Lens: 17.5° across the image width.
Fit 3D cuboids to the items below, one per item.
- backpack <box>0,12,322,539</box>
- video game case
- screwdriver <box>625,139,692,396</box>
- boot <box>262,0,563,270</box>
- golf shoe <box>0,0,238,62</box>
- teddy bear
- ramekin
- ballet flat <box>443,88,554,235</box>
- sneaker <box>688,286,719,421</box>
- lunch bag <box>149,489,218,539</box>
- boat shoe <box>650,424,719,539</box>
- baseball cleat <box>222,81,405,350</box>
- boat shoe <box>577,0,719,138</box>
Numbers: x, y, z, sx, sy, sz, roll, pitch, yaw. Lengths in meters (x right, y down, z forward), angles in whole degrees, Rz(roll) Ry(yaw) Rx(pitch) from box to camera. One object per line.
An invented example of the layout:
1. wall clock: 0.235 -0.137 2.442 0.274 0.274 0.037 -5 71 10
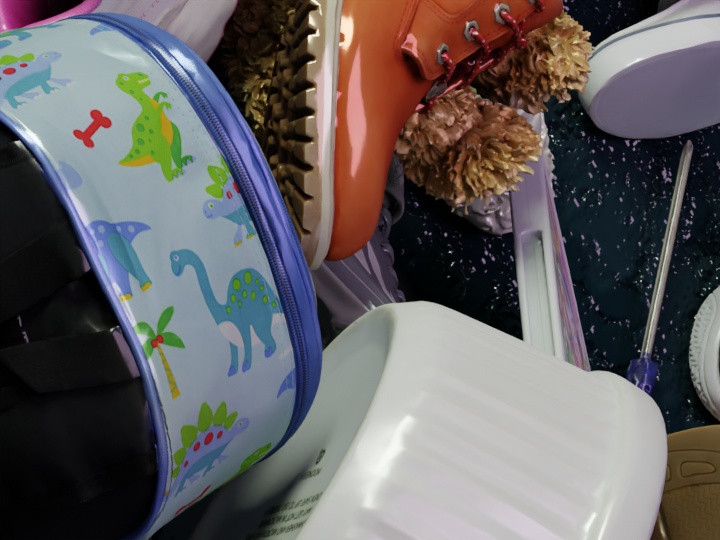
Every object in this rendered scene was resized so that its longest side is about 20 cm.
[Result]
1. backpack: -0.104 0.005 0.795 0.147 0.200 0.183 -29 98 -40
2. video game case: 0.086 0.067 0.961 0.200 0.018 0.143 -91 168 -48
3. screwdriver: 0.139 0.029 1.110 0.029 0.028 0.200 59 42 -54
4. boot: 0.023 -0.088 0.867 0.107 0.075 0.200 15 70 -12
5. golf shoe: -0.073 -0.155 0.836 0.091 0.075 0.200 -3 121 -46
6. teddy bear: -0.004 -0.105 0.929 0.145 0.067 0.200 -42 79 -14
7. ramekin: 0.005 0.101 0.770 0.094 0.202 0.203 35 58 -10
8. ballet flat: 0.034 -0.097 1.025 0.200 0.072 0.072 52 52 -19
9. sneaker: 0.238 -0.016 1.143 0.075 0.115 0.200 39 57 -27
10. lunch bag: -0.010 0.178 0.910 0.200 0.082 0.161 35 58 -29
11. boat shoe: 0.089 0.126 0.839 0.064 0.200 0.071 22 38 -38
12. baseball cleat: 0.000 0.000 0.940 0.106 0.070 0.200 -27 78 -43
13. boat shoe: 0.178 -0.117 1.158 0.200 0.074 0.065 -13 57 -35
